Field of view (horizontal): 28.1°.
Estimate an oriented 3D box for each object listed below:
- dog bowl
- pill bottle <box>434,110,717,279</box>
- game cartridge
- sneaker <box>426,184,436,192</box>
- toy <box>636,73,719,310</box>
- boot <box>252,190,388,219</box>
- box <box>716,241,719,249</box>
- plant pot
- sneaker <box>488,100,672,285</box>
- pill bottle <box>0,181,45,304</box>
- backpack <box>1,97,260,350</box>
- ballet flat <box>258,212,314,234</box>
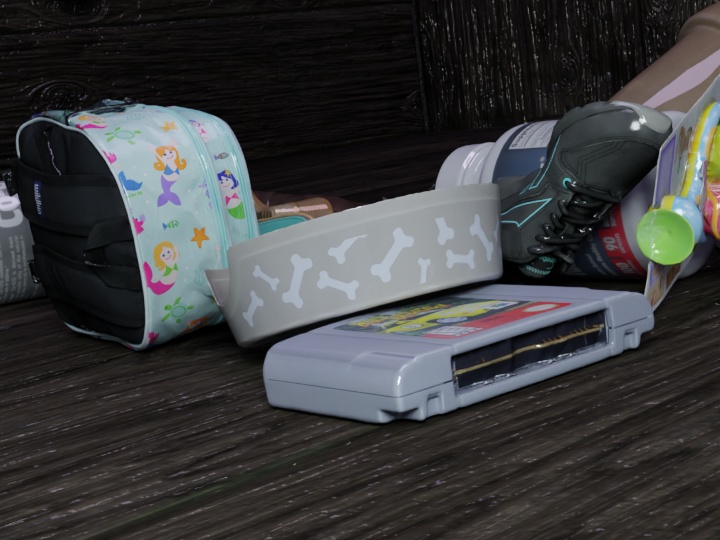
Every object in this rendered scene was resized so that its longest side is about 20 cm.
[{"bbox_3d":[0.000,0.000,0.915,0.199,0.059,0.200,-16,-4,-1],"label":"dog bowl"},{"bbox_3d":[0.158,-0.053,1.080,0.199,0.121,0.119,0,10,45],"label":"pill bottle"},{"bbox_3d":[0.051,0.042,0.805,0.199,0.041,0.133,-14,6,-39],"label":"game cartridge"},{"bbox_3d":[0.061,-0.038,1.208,0.199,0.080,0.074,-15,12,-37],"label":"sneaker"},{"bbox_3d":[0.232,-0.054,0.933,0.047,0.116,0.200,14,29,27],"label":"toy"},{"bbox_3d":[-0.039,-0.043,1.464,0.165,0.073,0.200,3,2,-22],"label":"boot"},{"bbox_3d":[0.344,-0.033,1.052,0.155,0.042,0.200,-5,9,8],"label":"box"},{"bbox_3d":[0.287,-0.113,1.243,0.174,0.201,0.200,-25,11,-8],"label":"plant pot"},{"bbox_3d":[0.138,-0.040,0.945,0.075,0.080,0.200,17,-30,-19],"label":"sneaker"},{"bbox_3d":[-0.359,-0.021,1.338,0.199,0.115,0.114,-11,9,-29],"label":"pill bottle"},{"bbox_3d":[-0.157,-0.036,1.043,0.150,0.179,0.200,-16,15,-24],"label":"backpack"},{"bbox_3d":[-0.122,-0.012,1.312,0.198,0.069,0.063,-2,-19,18],"label":"ballet flat"}]
